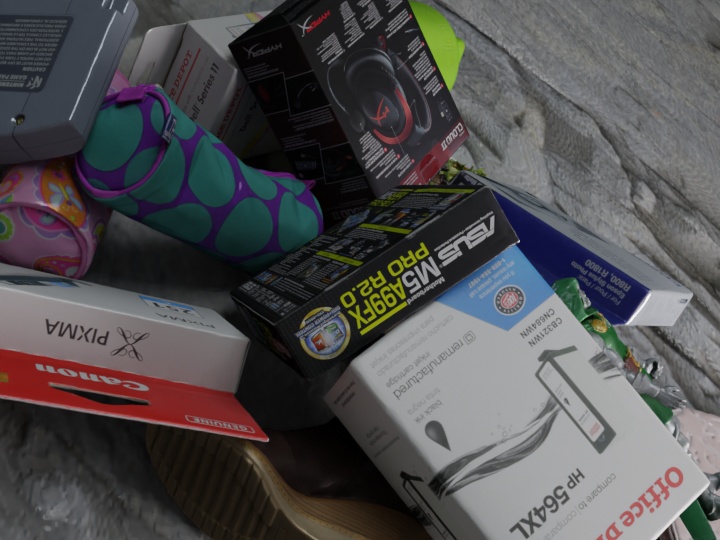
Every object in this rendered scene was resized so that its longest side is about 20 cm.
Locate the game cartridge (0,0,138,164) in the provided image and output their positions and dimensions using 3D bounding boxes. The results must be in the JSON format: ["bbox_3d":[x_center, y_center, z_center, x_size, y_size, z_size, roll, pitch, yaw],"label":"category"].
[{"bbox_3d":[-0.264,-0.137,0.808,0.199,0.042,0.134,6,67,20],"label":"game cartridge"}]

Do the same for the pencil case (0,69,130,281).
[{"bbox_3d":[-0.218,-0.073,0.847,0.087,0.088,0.200,21,37,-15],"label":"pencil case"}]

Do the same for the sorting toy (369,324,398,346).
[{"bbox_3d":[0.109,0.048,0.899,0.199,0.070,0.199,11,21,-27],"label":"sorting toy"}]

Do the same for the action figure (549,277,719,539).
[{"bbox_3d":[0.191,0.087,0.797,0.200,0.055,0.118,51,11,-10],"label":"action figure"}]

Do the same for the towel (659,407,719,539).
[{"bbox_3d":[0.321,0.200,0.968,0.199,0.032,0.192,18,40,-18],"label":"towel"}]

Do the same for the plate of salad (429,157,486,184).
[{"bbox_3d":[0.050,-0.081,1.076,0.199,0.048,0.201,20,39,-17],"label":"plate of salad"}]

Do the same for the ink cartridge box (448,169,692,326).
[{"bbox_3d":[0.169,-0.019,0.979,0.199,0.041,0.200,35,15,25],"label":"ink cartridge box"}]

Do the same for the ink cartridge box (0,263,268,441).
[{"bbox_3d":[-0.165,0.043,0.709,0.199,0.045,0.176,14,6,-24],"label":"ink cartridge box"}]

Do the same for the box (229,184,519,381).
[{"bbox_3d":[0.000,0.000,0.786,0.160,0.200,0.044,-33,101,-10],"label":"box"}]

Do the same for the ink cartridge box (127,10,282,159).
[{"bbox_3d":[-0.107,-0.154,0.985,0.067,0.117,0.200,45,38,19],"label":"ink cartridge box"}]

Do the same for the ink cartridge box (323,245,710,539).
[{"bbox_3d":[0.098,0.107,0.730,0.146,0.084,0.200,-36,82,-24],"label":"ink cartridge box"}]

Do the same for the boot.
[{"bbox_3d":[-0.033,0.129,0.777,0.200,0.072,0.166,35,27,2],"label":"boot"}]

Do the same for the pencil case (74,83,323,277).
[{"bbox_3d":[-0.111,-0.061,0.845,0.085,0.093,0.200,11,-12,35],"label":"pencil case"}]

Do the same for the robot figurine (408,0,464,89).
[{"bbox_3d":[0.019,-0.207,1.130,0.175,0.116,0.200,38,29,25],"label":"robot figurine"}]

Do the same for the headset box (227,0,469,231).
[{"bbox_3d":[0.001,-0.137,0.953,0.149,0.075,0.201,-49,120,-41],"label":"headset box"}]
